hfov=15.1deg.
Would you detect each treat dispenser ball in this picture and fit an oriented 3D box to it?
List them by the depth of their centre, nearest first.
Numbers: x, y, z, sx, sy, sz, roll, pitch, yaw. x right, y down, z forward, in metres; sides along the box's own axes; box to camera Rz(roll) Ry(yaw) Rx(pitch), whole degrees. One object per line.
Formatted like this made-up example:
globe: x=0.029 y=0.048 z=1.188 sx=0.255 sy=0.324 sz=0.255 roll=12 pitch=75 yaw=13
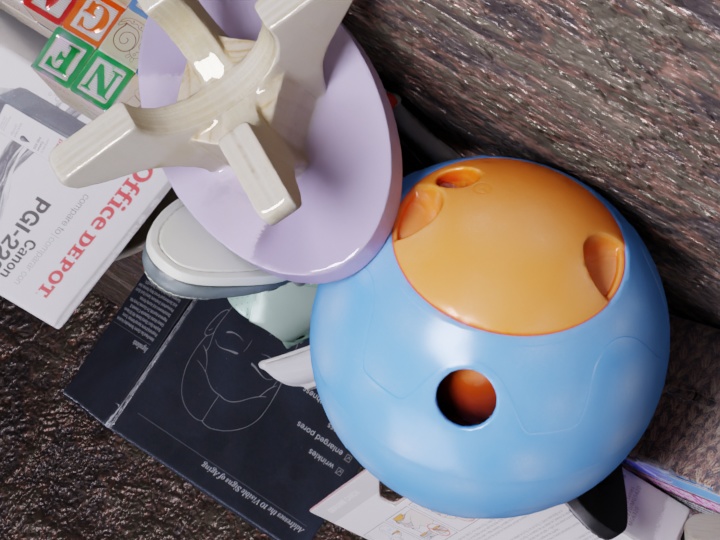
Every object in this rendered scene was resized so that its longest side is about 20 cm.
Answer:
treat dispenser ball: x=0.072 y=0.037 z=1.507 sx=0.200 sy=0.201 sz=0.201 roll=33 pitch=172 yaw=5

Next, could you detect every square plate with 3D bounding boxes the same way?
square plate: x=0.032 y=0.043 z=1.786 sx=0.200 sy=0.197 sz=0.029 roll=97 pitch=157 yaw=-87

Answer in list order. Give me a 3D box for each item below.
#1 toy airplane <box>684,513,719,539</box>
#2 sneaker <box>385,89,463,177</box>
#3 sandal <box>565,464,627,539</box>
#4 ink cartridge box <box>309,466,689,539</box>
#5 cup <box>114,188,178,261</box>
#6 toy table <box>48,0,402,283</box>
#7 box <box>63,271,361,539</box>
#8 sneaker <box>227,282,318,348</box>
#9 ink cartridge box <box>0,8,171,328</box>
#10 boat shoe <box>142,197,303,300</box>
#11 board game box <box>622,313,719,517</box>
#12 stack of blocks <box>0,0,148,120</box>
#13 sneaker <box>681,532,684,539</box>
toy airplane: x=0.300 y=0.154 z=1.480 sx=0.199 sy=0.142 sz=0.199 roll=3 pitch=-175 yaw=-17
sneaker: x=-0.020 y=-0.100 z=1.604 sx=0.200 sy=0.070 sz=0.093 roll=37 pitch=155 yaw=-11
sandal: x=0.141 y=0.066 z=1.628 sx=0.045 sy=0.201 sz=0.075 roll=-26 pitch=136 yaw=32
ink cartridge box: x=0.085 y=0.150 z=1.716 sx=0.176 sy=0.045 sz=0.200 roll=31 pitch=151 yaw=-11
cup: x=-0.193 y=-0.122 z=1.779 sx=0.200 sy=0.200 sz=0.143 roll=37 pitch=-164 yaw=-23
toy table: x=-0.067 y=-0.092 z=1.434 sx=0.200 sy=0.184 sz=0.117 roll=47 pitch=-175 yaw=24
box: x=-0.083 y=0.076 z=2.080 sx=0.200 sy=0.197 sz=0.124 roll=37 pitch=174 yaw=-25
sneaker: x=0.000 y=0.000 z=1.737 sx=0.200 sy=0.118 sz=0.074 roll=12 pitch=-140 yaw=-46
ink cartridge box: x=-0.226 y=-0.079 z=1.669 sx=0.200 sy=0.146 sz=0.085 roll=32 pitch=-160 yaw=-24
boat shoe: x=-0.067 y=-0.005 z=1.541 sx=0.073 sy=0.062 sz=0.200 roll=40 pitch=-155 yaw=14
board game box: x=0.266 y=0.130 z=1.665 sx=0.200 sy=0.097 sz=0.159 roll=38 pitch=171 yaw=-28
stack of blocks: x=-0.138 y=-0.147 z=1.569 sx=0.200 sy=0.115 sz=0.059 roll=32 pitch=172 yaw=19
sneaker: x=0.222 y=0.237 z=1.728 sx=0.199 sy=0.114 sz=0.076 roll=30 pitch=170 yaw=40
